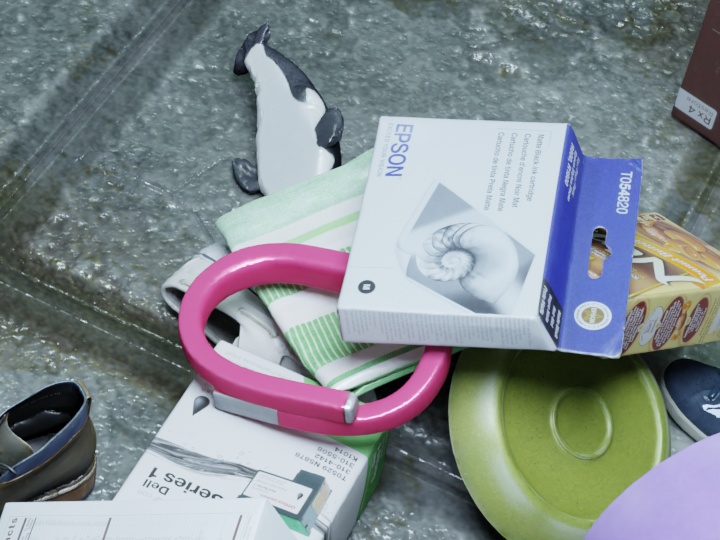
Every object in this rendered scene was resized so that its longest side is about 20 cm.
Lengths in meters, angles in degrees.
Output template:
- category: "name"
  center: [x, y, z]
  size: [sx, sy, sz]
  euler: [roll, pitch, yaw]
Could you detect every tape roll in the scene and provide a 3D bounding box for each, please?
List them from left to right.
- category: "tape roll"
  center: [0.250, 0.202, 1.639]
  size: [0.199, 0.201, 0.085]
  euler: [-14, 50, -25]

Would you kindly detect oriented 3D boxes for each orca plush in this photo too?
- category: "orca plush"
  center: [-0.055, -0.106, 1.981]
  size: [0.105, 0.071, 0.200]
  euler: [-43, 51, 9]

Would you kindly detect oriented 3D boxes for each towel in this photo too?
- category: "towel"
  center: [0.000, 0.000, 1.764]
  size: [0.152, 0.023, 0.200]
  euler: [-24, 53, -13]

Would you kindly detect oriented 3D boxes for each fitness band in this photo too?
- category: "fitness band"
  center: [-0.033, 0.045, 1.691]
  size: [0.198, 0.038, 0.144]
  euler: [13, 52, 15]

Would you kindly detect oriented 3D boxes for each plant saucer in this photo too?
- category: "plant saucer"
  center: [0.156, 0.115, 1.748]
  size: [0.199, 0.031, 0.202]
  euler: [10, 71, -28]

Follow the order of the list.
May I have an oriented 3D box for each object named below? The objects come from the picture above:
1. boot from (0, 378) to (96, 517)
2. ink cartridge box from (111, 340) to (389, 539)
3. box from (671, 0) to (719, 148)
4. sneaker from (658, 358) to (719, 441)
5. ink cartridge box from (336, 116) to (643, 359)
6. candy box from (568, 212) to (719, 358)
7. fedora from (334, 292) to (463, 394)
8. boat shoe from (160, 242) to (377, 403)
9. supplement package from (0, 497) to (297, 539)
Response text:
- category: "boot"
  center: [-0.269, 0.140, 1.645]
  size: [0.199, 0.097, 0.075]
  euler: [-25, 56, -33]
- category: "ink cartridge box"
  center: [-0.084, 0.165, 1.675]
  size: [0.145, 0.085, 0.200]
  euler: [22, 45, 9]
- category: "box"
  center: [0.409, -0.195, 2.091]
  size: [0.166, 0.165, 0.200]
  euler: [36, 49, 21]
- category: "sneaker"
  center: [0.324, 0.111, 1.828]
  size: [0.199, 0.085, 0.075]
  euler: [30, 47, 16]
- category: "ink cartridge box"
  center: [0.096, -0.028, 1.695]
  size: [0.198, 0.041, 0.201]
  euler: [3, 47, 10]
- category: "candy box"
  center: [0.203, 0.008, 1.784]
  size: [0.115, 0.056, 0.199]
  euler: [34, 23, 32]
- category: "fedora"
  center: [0.058, 0.033, 1.833]
  size: [0.199, 0.092, 0.202]
  euler: [7, 45, -7]
- category: "boat shoe"
  center: [-0.072, 0.057, 1.796]
  size: [0.066, 0.072, 0.200]
  euler: [-35, 64, -26]
- category: "supplement package"
  center: [-0.138, 0.221, 1.520]
  size: [0.199, 0.110, 0.114]
  euler: [-3, 50, 27]
